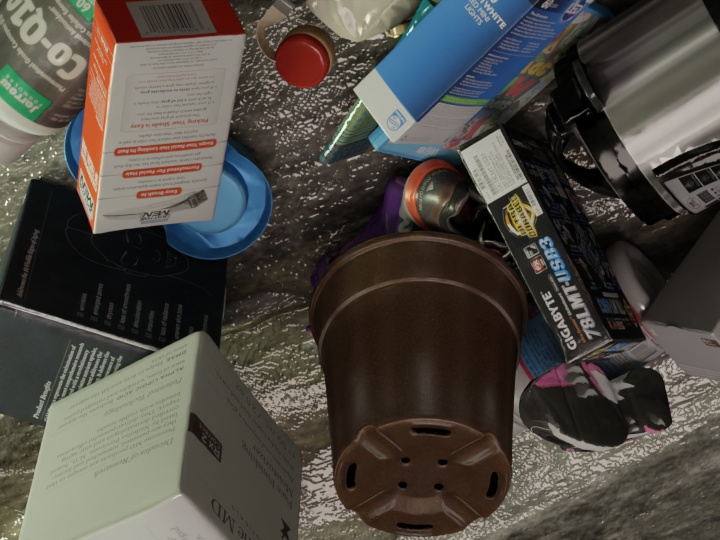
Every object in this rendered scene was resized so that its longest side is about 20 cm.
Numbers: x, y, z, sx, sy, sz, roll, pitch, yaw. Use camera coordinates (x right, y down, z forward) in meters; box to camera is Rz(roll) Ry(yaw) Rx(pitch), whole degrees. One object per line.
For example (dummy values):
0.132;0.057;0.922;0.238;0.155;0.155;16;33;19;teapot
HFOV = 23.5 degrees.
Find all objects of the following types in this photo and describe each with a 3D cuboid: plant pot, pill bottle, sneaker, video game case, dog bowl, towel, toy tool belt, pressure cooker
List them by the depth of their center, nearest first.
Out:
0.009;-0.246;1.419;0.124;0.123;0.200;36;122;-9;toy tool belt
0.057;-0.170;1.444;0.022;0.146;0.200;53;132;16;towel
-0.260;-0.186;1.449;0.113;0.113;0.200;39;114;-23;pill bottle
0.255;-0.137;1.458;0.199;0.179;0.177;-31;104;18;pressure cooker
0.114;-0.164;1.475;0.200;0.018;0.143;-42;157;23;video game case
0.050;0.106;1.492;0.198;0.199;0.202;1;132;1;plant pot
0.196;0.134;1.535;0.086;0.081;0.199;-29;155;34;sneaker
-0.170;-0.095;1.546;0.199;0.050;0.112;33;113;-21;dog bowl
0.118;-0.025;1.551;0.199;0.082;0.077;31;89;-42;sneaker
0.000;0.000;1.603;0.088;0.081;0.202;20;120;6;sneaker
0.197;0.070;1.627;0.199;0.109;0.109;-37;117;21;pill bottle

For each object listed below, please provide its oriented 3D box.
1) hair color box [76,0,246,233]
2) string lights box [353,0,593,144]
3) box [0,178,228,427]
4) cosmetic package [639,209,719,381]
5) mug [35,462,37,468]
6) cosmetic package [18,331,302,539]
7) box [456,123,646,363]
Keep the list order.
-0.167;-0.128;1.420;0.110;0.064;0.201;-8;136;-23;hair color box
0.099;-0.184;1.343;0.200;0.103;0.059;-44;74;22;string lights box
-0.231;0.043;1.548;0.195;0.201;0.125;19;122;-13;box
0.351;0.000;1.530;0.090;0.107;0.201;42;77;-25;cosmetic package
-0.206;0.236;1.723;0.174;0.149;0.200;-19;152;3;mug
-0.158;0.194;1.410;0.164;0.201;0.165;-26;122;18;cosmetic package
0.167;-0.020;1.469;0.049;0.200;0.200;-27;81;16;box
